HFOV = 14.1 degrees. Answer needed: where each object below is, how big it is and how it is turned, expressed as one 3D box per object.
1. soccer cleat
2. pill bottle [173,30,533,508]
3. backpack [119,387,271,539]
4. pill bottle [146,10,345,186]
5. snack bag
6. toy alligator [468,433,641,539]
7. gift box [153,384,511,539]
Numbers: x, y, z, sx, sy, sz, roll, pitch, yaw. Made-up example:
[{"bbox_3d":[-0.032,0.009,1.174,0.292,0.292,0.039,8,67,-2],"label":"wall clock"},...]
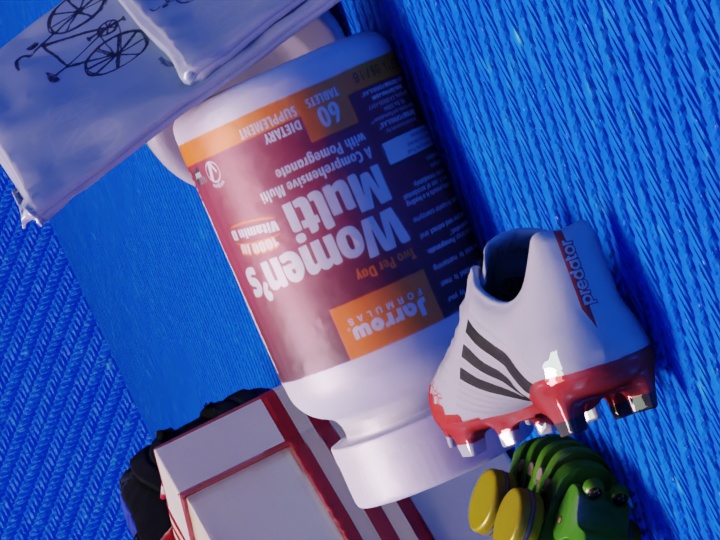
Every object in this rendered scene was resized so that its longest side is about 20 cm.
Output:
[{"bbox_3d":[0.068,0.027,1.192,0.200,0.068,0.085,154,101,-77],"label":"soccer cleat"},{"bbox_3d":[0.000,0.000,1.338,0.200,0.109,0.110,66,170,-2],"label":"pill bottle"},{"bbox_3d":[-0.080,0.192,2.066,0.200,0.162,0.168,48,163,58],"label":"backpack"},{"bbox_3d":[-0.087,-0.126,1.491,0.200,0.111,0.111,50,162,57],"label":"pill bottle"},{"bbox_3d":[-0.102,-0.117,1.364,0.021,0.200,0.189,54,178,-31],"label":"snack bag"},{"bbox_3d":[0.096,0.106,1.265,0.200,0.059,0.054,-150,77,-73],"label":"toy alligator"},{"bbox_3d":[-0.006,0.158,1.535,0.187,0.184,0.200,58,161,29],"label":"gift box"}]
